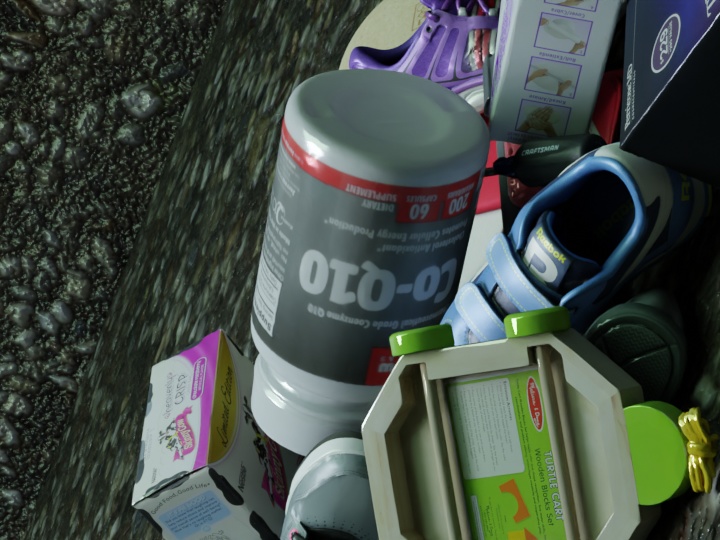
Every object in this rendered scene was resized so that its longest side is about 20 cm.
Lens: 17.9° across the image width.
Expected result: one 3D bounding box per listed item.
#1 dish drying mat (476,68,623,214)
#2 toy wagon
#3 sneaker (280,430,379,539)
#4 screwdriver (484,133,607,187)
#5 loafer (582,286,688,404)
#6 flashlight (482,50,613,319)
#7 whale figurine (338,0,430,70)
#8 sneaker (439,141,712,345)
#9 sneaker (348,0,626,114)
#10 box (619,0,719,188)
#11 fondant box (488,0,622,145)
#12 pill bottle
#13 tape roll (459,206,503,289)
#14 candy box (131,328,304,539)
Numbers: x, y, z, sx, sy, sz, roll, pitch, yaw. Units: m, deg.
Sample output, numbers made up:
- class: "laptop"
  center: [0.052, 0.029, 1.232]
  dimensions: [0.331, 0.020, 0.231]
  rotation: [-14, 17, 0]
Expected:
- class: "dish drying mat"
  center: [0.099, -0.076, 1.401]
  dimensions: [0.200, 0.018, 0.077]
  rotation: [-11, 59, 55]
- class: "toy wagon"
  center: [0.090, 0.097, 1.117]
  dimensions: [0.199, 0.039, 0.156]
  rotation: [-10, 89, 35]
- class: "sneaker"
  center: [-0.030, 0.195, 1.281]
  dimensions: [0.121, 0.083, 0.201]
  rotation: [-76, 3, -53]
- class: "screwdriver"
  center: [0.067, -0.058, 1.280]
  dimensions: [0.199, 0.028, 0.029]
  rotation: [1, 93, 54]
- class: "loafer"
  center: [0.108, 0.093, 1.176]
  dimensions: [0.200, 0.072, 0.063]
  rotation: [-56, -2, 26]
- class: "flashlight"
  center: [0.104, -0.049, 1.298]
  dimensions: [0.068, 0.067, 0.201]
  rotation: [58, -154, -52]
- class: "whale figurine"
  center: [0.075, -0.149, 1.619]
  dimensions: [0.199, 0.104, 0.160]
  rotation: [-30, 35, 33]
- class: "sneaker"
  center: [0.092, 0.008, 1.175]
  dimensions: [0.200, 0.074, 0.082]
  rotation: [-51, -19, 15]
- class: "sneaker"
  center: [0.080, -0.147, 1.416]
  dimensions: [0.199, 0.084, 0.081]
  rotation: [-25, 13, 18]
- class: "box"
  center: [0.194, -0.161, 1.137]
  dimensions: [0.141, 0.078, 0.201]
  rotation: [120, 164, -47]
- class: "fondant box"
  center: [0.115, -0.184, 1.237]
  dimensions: [0.201, 0.058, 0.145]
  rotation: [98, 180, -47]
- class: "pill bottle"
  center: [0.000, 0.000, 1.276]
  dimensions: [0.114, 0.113, 0.201]
  rotation: [-92, 11, -58]
- class: "tape roll"
  center: [0.032, 0.023, 1.454]
  dimensions: [0.203, 0.037, 0.203]
  rotation: [-41, 19, 17]
- class: "candy box"
  center: [-0.056, 0.154, 1.441]
  dimensions: [0.061, 0.200, 0.137]
  rotation: [-29, 31, 20]
